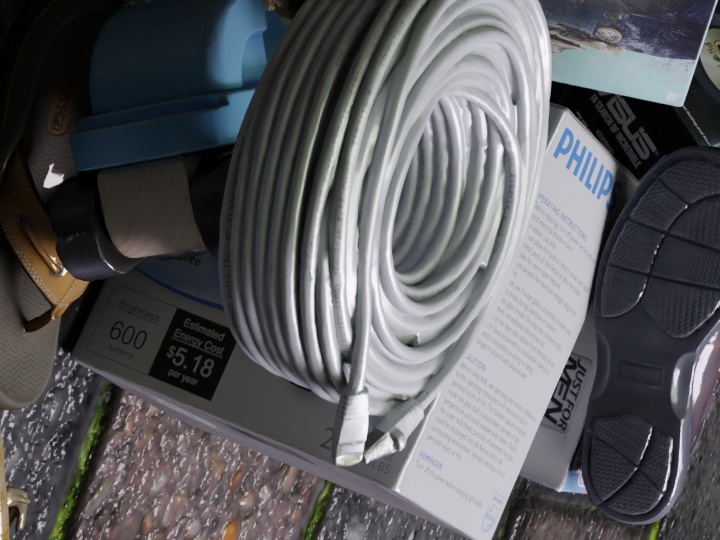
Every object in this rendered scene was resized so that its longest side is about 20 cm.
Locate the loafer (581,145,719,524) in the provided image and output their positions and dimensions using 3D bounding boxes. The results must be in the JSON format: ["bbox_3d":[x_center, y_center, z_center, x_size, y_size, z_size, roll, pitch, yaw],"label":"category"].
[{"bbox_3d":[0.155,0.027,1.456,0.063,0.072,0.200,-31,136,-61],"label":"loafer"}]

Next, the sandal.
[{"bbox_3d":[-0.138,-0.029,1.335,0.082,0.055,0.200,5,103,-60],"label":"sandal"}]

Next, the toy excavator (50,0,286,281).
[{"bbox_3d":[-0.063,-0.108,1.331,0.194,0.100,0.200,-17,99,-61],"label":"toy excavator"}]

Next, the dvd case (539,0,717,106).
[{"bbox_3d":[0.077,-0.147,1.447,0.146,0.200,0.022,102,2,-59],"label":"dvd case"}]

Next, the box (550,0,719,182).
[{"bbox_3d":[0.184,-0.066,1.609,0.164,0.200,0.086,5,137,-50],"label":"box"}]

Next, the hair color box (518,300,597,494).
[{"bbox_3d":[0.049,0.039,1.544,0.061,0.200,0.100,15,95,-61],"label":"hair color box"}]

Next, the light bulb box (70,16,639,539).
[{"bbox_3d":[0.000,0.000,1.439,0.200,0.198,0.125,-66,153,-8],"label":"light bulb box"}]

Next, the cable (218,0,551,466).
[{"bbox_3d":[0.015,-0.039,1.265,0.200,0.069,0.200,-44,140,-45],"label":"cable"}]

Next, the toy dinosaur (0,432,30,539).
[{"bbox_3d":[-0.175,0.136,1.360,0.101,0.058,0.200,-13,125,-65],"label":"toy dinosaur"}]
